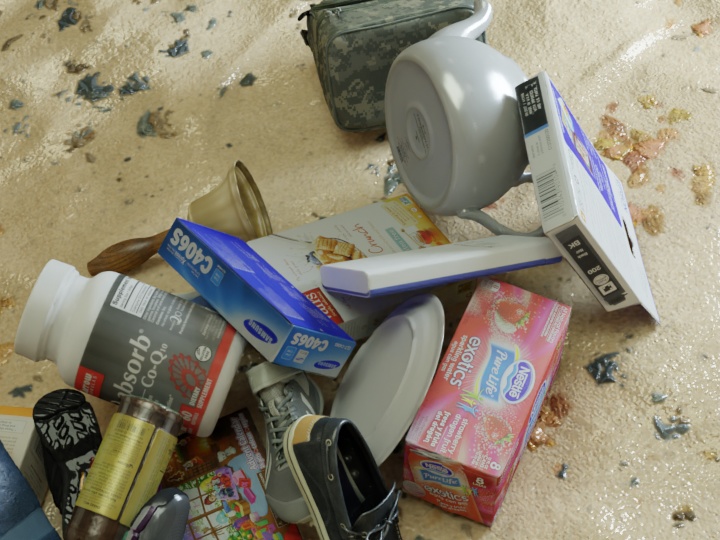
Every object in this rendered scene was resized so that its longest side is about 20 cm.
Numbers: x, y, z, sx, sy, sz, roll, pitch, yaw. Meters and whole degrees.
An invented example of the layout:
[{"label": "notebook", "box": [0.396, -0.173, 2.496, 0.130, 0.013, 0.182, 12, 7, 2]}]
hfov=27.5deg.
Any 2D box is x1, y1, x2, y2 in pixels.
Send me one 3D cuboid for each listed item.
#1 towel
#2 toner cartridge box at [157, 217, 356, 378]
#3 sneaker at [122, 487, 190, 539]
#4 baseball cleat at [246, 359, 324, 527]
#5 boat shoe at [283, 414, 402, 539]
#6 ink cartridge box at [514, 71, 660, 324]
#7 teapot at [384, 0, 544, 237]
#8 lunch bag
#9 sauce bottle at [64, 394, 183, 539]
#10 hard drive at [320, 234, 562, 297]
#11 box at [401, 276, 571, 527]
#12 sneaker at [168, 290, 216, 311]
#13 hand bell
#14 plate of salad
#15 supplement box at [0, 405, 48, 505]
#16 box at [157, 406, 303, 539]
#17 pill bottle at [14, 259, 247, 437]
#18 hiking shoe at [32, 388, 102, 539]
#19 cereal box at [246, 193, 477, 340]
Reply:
[{"label": "towel", "box": [-0.323, 0.236, 1.307, 0.048, 0.201, 0.112, -27, 5, 39]}, {"label": "toner cartridge box", "box": [-0.101, 0.025, 1.396, 0.200, 0.095, 0.043, 40, 105, 39]}, {"label": "sneaker", "box": [-0.173, 0.292, 1.270, 0.087, 0.074, 0.201, 24, 96, 27]}, {"label": "baseball cleat", "box": [-0.073, 0.145, 1.350, 0.069, 0.107, 0.200, -27, 27, 8]}, {"label": "boat shoe", "box": [0.003, 0.212, 1.271, 0.062, 0.201, 0.075, -17, 15, 37]}, {"label": "ink cartridge box", "box": [0.224, -0.064, 1.456, 0.043, 0.200, 0.199, -25, 46, 21]}, {"label": "teapot", "box": [0.124, -0.154, 1.540, 0.145, 0.201, 0.197, -13, 33, -21]}, {"label": "lunch bag", "box": [0.037, -0.261, 1.682, 0.198, 0.140, 0.168, -13, 32, -3]}, {"label": "sauce bottle", "box": [-0.221, 0.211, 1.294, 0.064, 0.065, 0.201, 17, 74, 23]}, {"label": "hard drive", "box": [0.076, -0.006, 1.417, 0.198, 0.026, 0.132, -10, 6, -20]}, {"label": "box", "box": [0.118, 0.120, 1.367, 0.095, 0.100, 0.201, 20, 56, 14]}, {"label": "sneaker", "box": [-0.183, 0.077, 1.485, 0.198, 0.077, 0.112, 3, 59, 2]}, {"label": "hand bell", "box": [-0.204, -0.036, 1.585, 0.199, 0.104, 0.105, -19, 49, 10]}, {"label": "plate of salad", "box": [0.027, 0.115, 1.369, 0.048, 0.200, 0.201, 29, 51, -19]}, {"label": "supplement box", "box": [-0.379, 0.229, 1.397, 0.125, 0.074, 0.201, 4, 52, 13]}, {"label": "box", "box": [-0.133, 0.236, 1.367, 0.136, 0.039, 0.201, -23, 51, -7]}, {"label": "pill bottle", "box": [-0.213, 0.070, 1.379, 0.199, 0.116, 0.116, 21, 54, -3]}, {"label": "hiking shoe", "box": [-0.250, 0.213, 1.381, 0.075, 0.101, 0.201, -16, 71, -12]}, {"label": "cereal box", "box": [0.000, 0.000, 1.499, 0.199, 0.040, 0.144, -18, 49, -27]}]
